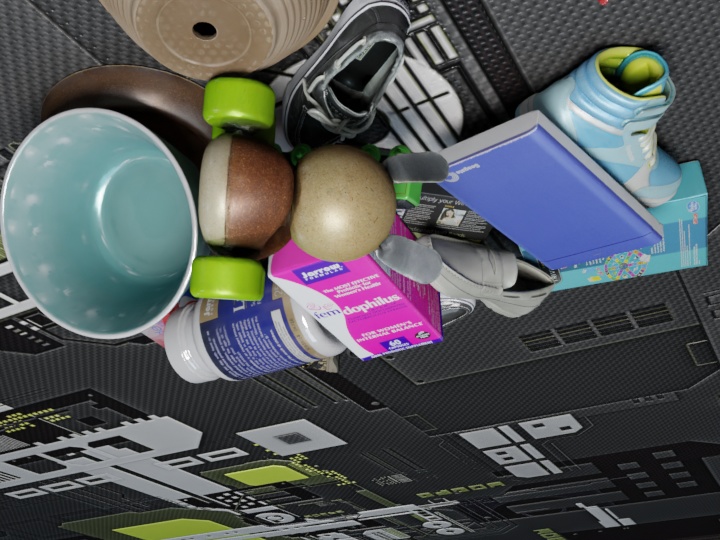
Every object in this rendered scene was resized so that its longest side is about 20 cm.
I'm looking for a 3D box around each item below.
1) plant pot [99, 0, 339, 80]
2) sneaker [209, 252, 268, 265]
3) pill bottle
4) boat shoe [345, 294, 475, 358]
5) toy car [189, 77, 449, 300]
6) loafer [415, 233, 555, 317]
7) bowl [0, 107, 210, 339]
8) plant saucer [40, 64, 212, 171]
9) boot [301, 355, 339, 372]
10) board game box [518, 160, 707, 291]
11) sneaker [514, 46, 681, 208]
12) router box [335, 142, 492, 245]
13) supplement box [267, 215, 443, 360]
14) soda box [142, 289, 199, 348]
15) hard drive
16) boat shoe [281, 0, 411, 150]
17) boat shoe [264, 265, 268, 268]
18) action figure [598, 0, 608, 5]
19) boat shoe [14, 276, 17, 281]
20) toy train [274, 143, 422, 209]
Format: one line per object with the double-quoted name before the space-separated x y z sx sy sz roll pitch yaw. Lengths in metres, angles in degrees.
"plant pot" -0.112 -0.208 0.591 0.200 0.093 0.201 1 148 0
"sneaker" -0.156 -0.035 0.882 0.087 0.074 0.200 -18 163 9
"pill bottle" -0.118 0.062 0.912 0.200 0.116 0.116 -18 145 25
"boat shoe" 0.063 0.078 1.090 0.200 0.066 0.070 -13 147 22
"toy car" -0.029 -0.053 0.655 0.200 0.165 0.158 4 178 -5
"loafer" 0.135 -0.001 0.862 0.200 0.070 0.070 18 139 -43
"bowl" -0.215 -0.047 0.737 0.201 0.201 0.105 -12 -175 19
"plant saucer" -0.215 -0.121 0.796 0.200 0.032 0.200 0 150 0
"boot" -0.106 0.090 1.112 0.150 0.073 0.200 -1 154 3
"board game box" 0.283 -0.043 0.907 0.200 0.047 0.151 -10 148 17
"sneaker" 0.256 -0.130 0.734 0.200 0.080 0.131 17 146 -28
"router box" 0.038 -0.060 0.875 0.200 0.052 0.157 7 148 -12
"supplement box" 0.000 0.000 0.824 0.101 0.103 0.200 -17 142 23
"soda box" -0.267 0.037 1.028 0.070 0.064 0.200 -13 146 21
"hard drive" 0.177 -0.068 0.767 0.200 0.025 0.132 32 148 -32
"boat shoe" -0.015 -0.152 0.705 0.074 0.068 0.199 18 145 -27
"boat shoe" -0.077 0.012 0.985 0.200 0.064 0.071 -10 135 19
"action figure" 0.099 -0.241 0.582 0.200 0.052 0.065 9 152 -11
"boat shoe" -0.316 -0.026 0.918 0.201 0.066 0.072 -13 149 23
"toy train" -0.034 -0.086 0.736 0.200 0.056 0.042 5 173 27
